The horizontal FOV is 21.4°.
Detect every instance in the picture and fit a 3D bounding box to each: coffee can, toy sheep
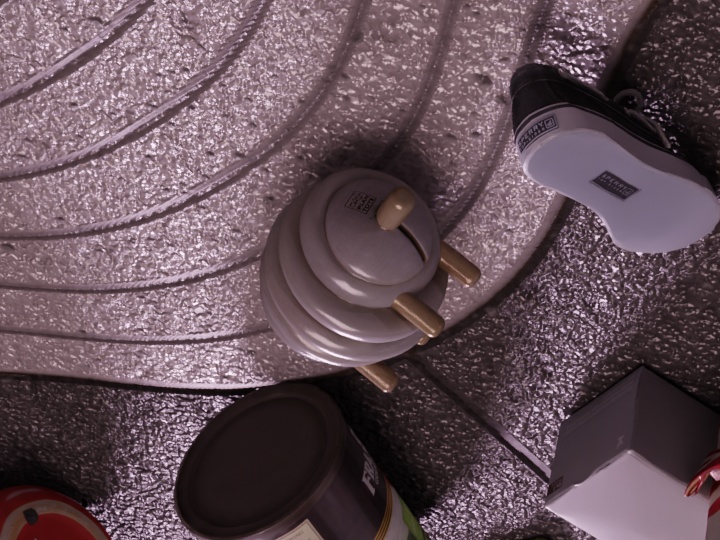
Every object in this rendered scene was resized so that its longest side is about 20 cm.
[{"bbox_3d":[-0.035,0.207,1.484,0.145,0.147,0.201,-10,133,28],"label":"coffee can"},{"bbox_3d":[0.000,0.000,1.255,0.137,0.139,0.200,24,143,-9],"label":"toy sheep"}]

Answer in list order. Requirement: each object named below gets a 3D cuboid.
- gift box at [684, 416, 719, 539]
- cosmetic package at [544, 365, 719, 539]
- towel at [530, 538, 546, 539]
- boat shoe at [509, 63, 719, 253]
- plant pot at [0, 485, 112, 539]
[{"bbox_3d":[0.340,0.160,1.270,0.186,0.201,0.184,33,132,-17],"label":"gift box"},{"bbox_3d":[0.245,0.168,1.394,0.199,0.091,0.107,35,137,-16],"label":"cosmetic package"},{"bbox_3d":[0.178,0.293,1.607,0.086,0.018,0.200,-21,127,37],"label":"towel"},{"bbox_3d":[0.154,-0.070,1.170,0.073,0.069,0.198,-35,144,30],"label":"boat shoe"},{"bbox_3d":[-0.310,0.292,1.643,0.182,0.202,0.200,-33,120,31],"label":"plant pot"}]
